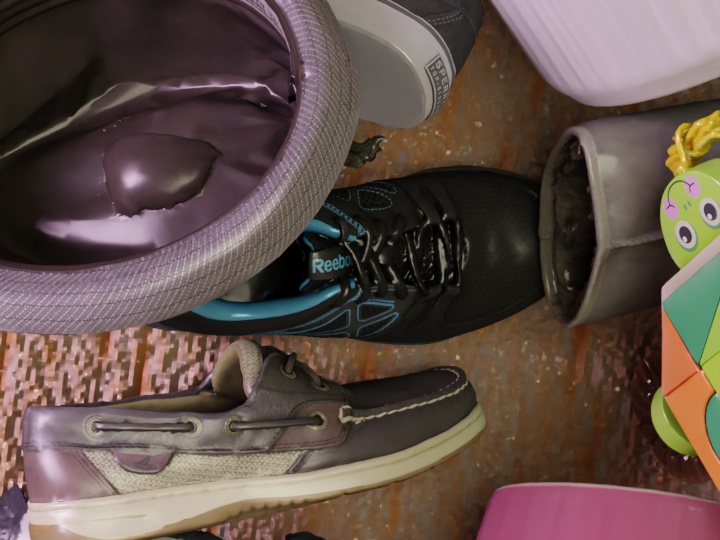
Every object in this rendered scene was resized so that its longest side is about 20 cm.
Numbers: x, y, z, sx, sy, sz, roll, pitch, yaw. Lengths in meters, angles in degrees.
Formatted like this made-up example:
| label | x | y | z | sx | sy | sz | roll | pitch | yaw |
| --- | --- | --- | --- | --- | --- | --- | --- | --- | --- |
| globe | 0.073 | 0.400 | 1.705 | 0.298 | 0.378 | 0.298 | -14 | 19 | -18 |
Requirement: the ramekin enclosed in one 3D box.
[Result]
| label | x | y | z | sx | sy | sz | roll | pitch | yaw |
| --- | --- | --- | --- | --- | --- | --- | --- | --- | --- |
| ramekin | 0.135 | -0.143 | 1.008 | 0.202 | 0.202 | 0.095 | -31 | 105 | -9 |

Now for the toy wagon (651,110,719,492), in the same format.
| label | x | y | z | sx | sy | sz | roll | pitch | yaw |
| --- | --- | --- | --- | --- | --- | --- | --- | --- | --- |
| toy wagon | 0.160 | 0.036 | 0.944 | 0.039 | 0.155 | 0.201 | -22 | 76 | -33 |

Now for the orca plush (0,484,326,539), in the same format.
| label | x | y | z | sx | sy | sz | roll | pitch | yaw |
| --- | --- | --- | --- | --- | --- | --- | --- | --- | --- |
| orca plush | -0.067 | 0.156 | 1.029 | 0.198 | 0.105 | 0.072 | 8 | 123 | 6 |

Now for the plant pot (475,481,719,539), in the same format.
| label | x | y | z | sx | sy | sz | roll | pitch | yaw |
| --- | --- | --- | --- | --- | --- | --- | --- | --- | --- |
| plant pot | 0.104 | 0.186 | 1.038 | 0.198 | 0.200 | 0.180 | 12 | 76 | -14 |

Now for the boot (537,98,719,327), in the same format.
| label | x | y | z | sx | sy | sz | roll | pitch | yaw |
| --- | --- | --- | --- | --- | --- | --- | --- | --- | --- |
| boot | 0.175 | -0.064 | 1.027 | 0.198 | 0.073 | 0.183 | -3 | 124 | -13 |

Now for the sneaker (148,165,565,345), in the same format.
| label | x | y | z | sx | sy | sz | roll | pitch | yaw |
| --- | --- | --- | --- | --- | --- | --- | --- | --- | --- |
| sneaker | 0.000 | 0.000 | 1.045 | 0.198 | 0.082 | 0.074 | -7 | 96 | -13 |

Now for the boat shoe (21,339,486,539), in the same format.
| label | x | y | z | sx | sy | sz | roll | pitch | yaw |
| --- | --- | --- | --- | --- | --- | --- | --- | --- | --- |
| boat shoe | -0.042 | 0.061 | 1.034 | 0.199 | 0.072 | 0.067 | -13 | 100 | -22 |

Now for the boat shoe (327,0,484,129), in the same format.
| label | x | y | z | sx | sy | sz | roll | pitch | yaw |
| --- | --- | --- | --- | --- | --- | --- | --- | --- | --- |
| boat shoe | -0.044 | -0.120 | 1.015 | 0.199 | 0.069 | 0.057 | 28 | 56 | 15 |

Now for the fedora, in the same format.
| label | x | y | z | sx | sy | sz | roll | pitch | yaw |
| --- | --- | --- | --- | --- | --- | --- | --- | --- | --- |
| fedora | -0.095 | -0.046 | 0.961 | 0.198 | 0.090 | 0.178 | -12 | 65 | 4 |

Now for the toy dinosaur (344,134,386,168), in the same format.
| label | x | y | z | sx | sy | sz | roll | pitch | yaw |
| --- | --- | --- | --- | --- | --- | --- | --- | --- | --- |
| toy dinosaur | -0.014 | -0.091 | 1.054 | 0.088 | 0.047 | 0.200 | 37 | 87 | 4 |

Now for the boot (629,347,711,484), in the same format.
| label | x | y | z | sx | sy | sz | roll | pitch | yaw |
| --- | --- | --- | --- | --- | --- | --- | --- | --- | --- |
| boot | 0.193 | 0.031 | 1.037 | 0.107 | 0.200 | 0.076 | -21 | 89 | -18 |
